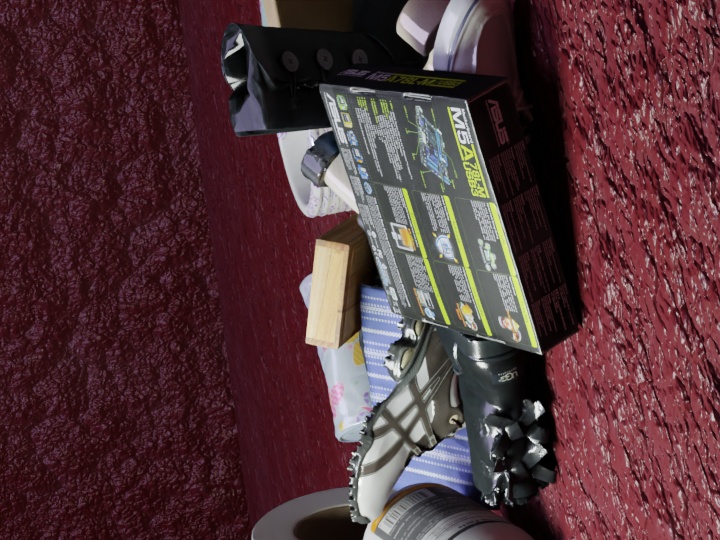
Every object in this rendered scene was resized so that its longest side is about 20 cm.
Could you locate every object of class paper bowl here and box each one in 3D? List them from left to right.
[{"bbox_3d":[-0.023,-0.159,1.852,0.201,0.103,0.203,170,90,-80],"label":"paper bowl"}]

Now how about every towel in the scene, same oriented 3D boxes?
[{"bbox_3d":[0.064,0.114,1.689,0.144,0.024,0.202,7,110,44],"label":"towel"}]

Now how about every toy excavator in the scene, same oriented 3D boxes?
[{"bbox_3d":[0.044,-0.128,1.530,0.100,0.200,0.194,42,-171,27],"label":"toy excavator"}]

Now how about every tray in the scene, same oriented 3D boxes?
[{"bbox_3d":[0.000,0.000,1.773,0.200,0.037,0.100,-39,-43,-69],"label":"tray"}]

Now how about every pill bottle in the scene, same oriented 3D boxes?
[{"bbox_3d":[0.089,0.258,1.578,0.200,0.115,0.117,-158,57,-64],"label":"pill bottle"}]

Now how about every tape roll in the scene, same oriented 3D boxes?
[{"bbox_3d":[-0.011,0.337,2.032,0.203,0.201,0.140,-134,35,-72],"label":"tape roll"}]

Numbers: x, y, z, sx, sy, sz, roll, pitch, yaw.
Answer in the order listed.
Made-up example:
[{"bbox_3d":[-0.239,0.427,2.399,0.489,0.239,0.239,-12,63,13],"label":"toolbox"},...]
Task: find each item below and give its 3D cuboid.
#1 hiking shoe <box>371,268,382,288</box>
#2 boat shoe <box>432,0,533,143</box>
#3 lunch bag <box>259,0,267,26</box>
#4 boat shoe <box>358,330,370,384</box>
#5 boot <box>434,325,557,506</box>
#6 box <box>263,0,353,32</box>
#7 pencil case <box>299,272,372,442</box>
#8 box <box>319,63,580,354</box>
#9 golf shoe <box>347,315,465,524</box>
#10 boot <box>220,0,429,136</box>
[{"bbox_3d":[0.051,-0.025,1.719,0.201,0.074,0.087,104,168,-54],"label":"hiking shoe"},{"bbox_3d":[0.098,-0.115,1.367,0.070,0.071,0.201,34,137,37],"label":"boat shoe"},{"bbox_3d":[-0.060,-0.285,2.005,0.201,0.076,0.161,91,165,-48],"label":"lunch bag"},{"bbox_3d":[0.043,0.116,1.829,0.062,0.074,0.201,59,-170,-55],"label":"boat shoe"},{"bbox_3d":[0.102,0.084,1.525,0.199,0.073,0.164,-115,12,-61],"label":"boot"},{"bbox_3d":[-0.024,-0.244,1.660,0.021,0.163,0.202,-13,87,45],"label":"box"},{"bbox_3d":[-0.010,0.092,2.103,0.091,0.082,0.202,110,148,-68],"label":"pencil case"},{"bbox_3d":[0.063,-0.049,1.375,0.193,0.047,0.201,11,125,54],"label":"box"},{"bbox_3d":[0.051,0.132,1.603,0.078,0.094,0.202,-28,-42,-80],"label":"golf shoe"},{"bbox_3d":[-0.034,-0.198,1.588,0.066,0.199,0.166,-36,69,53],"label":"boot"}]
